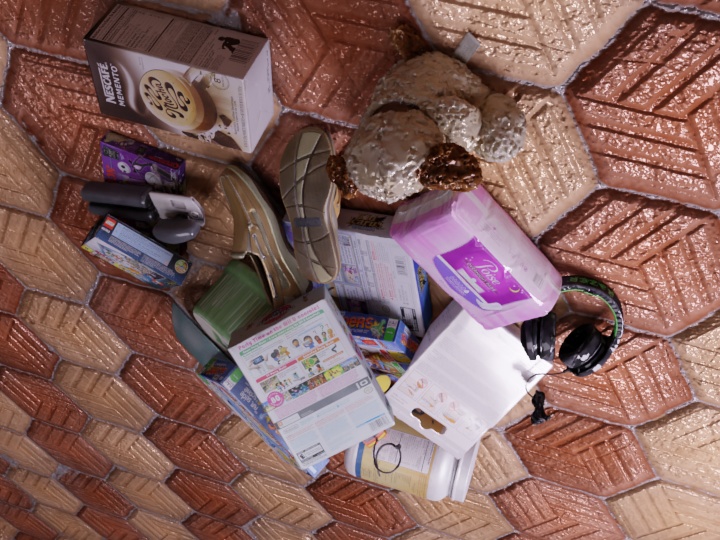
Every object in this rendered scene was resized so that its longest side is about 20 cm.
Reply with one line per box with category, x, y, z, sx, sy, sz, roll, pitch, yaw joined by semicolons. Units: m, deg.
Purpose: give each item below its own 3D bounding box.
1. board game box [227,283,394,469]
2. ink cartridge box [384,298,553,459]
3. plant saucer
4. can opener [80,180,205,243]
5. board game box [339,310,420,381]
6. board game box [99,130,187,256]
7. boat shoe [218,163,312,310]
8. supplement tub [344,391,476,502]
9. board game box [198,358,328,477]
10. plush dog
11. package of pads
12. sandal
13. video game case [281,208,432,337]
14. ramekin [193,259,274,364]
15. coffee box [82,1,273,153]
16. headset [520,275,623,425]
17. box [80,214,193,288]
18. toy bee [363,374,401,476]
board game box;-0.063;0.143;1.167;0.146;0.064;0.202;-26;106;7
ink cartridge box;0.143;0.147;1.225;0.160;0.050;0.200;36;110;-16
plant saucer;-0.246;0.134;1.422;0.201;0.039;0.201;43;170;9
can opener;-0.306;-0.081;1.214;0.197;0.067;0.054;7;140;21
board game box;0.027;0.116;1.284;0.134;0.035;0.200;7;158;26
board game box;-0.310;-0.104;1.269;0.119;0.032;0.201;24;143;8
boat shoe;-0.140;-0.041;1.161;0.201;0.076;0.072;60;162;-7
supplement tub;0.086;0.284;1.418;0.198;0.146;0.146;14;142;12
board game box;-0.145;0.215;1.294;0.200;0.034;0.135;48;161;-15
plush dog;0.052;-0.142;0.902;0.198;0.173;0.161;-3;135;33
package of pads;0.143;-0.021;1.076;0.200;0.076;0.120;44;143;-21
sandal;-0.053;-0.084;1.105;0.079;0.054;0.203;5;115;27
video game case;0.000;0.000;1.206;0.179;0.046;0.201;9;140;19
ramekin;-0.152;0.089;1.283;0.200;0.098;0.200;42;166;13
coffee box;-0.208;-0.224;1.022;0.198;0.080;0.114;16;143;11
headset;0.260;0.103;1.131;0.122;0.094;0.202;19;124;3
box;-0.334;-0.023;1.295;0.136;0.038;0.200;31;166;-19
toy bee;-0.005;0.226;1.320;0.129;0.202;0.109;-19;155;9
